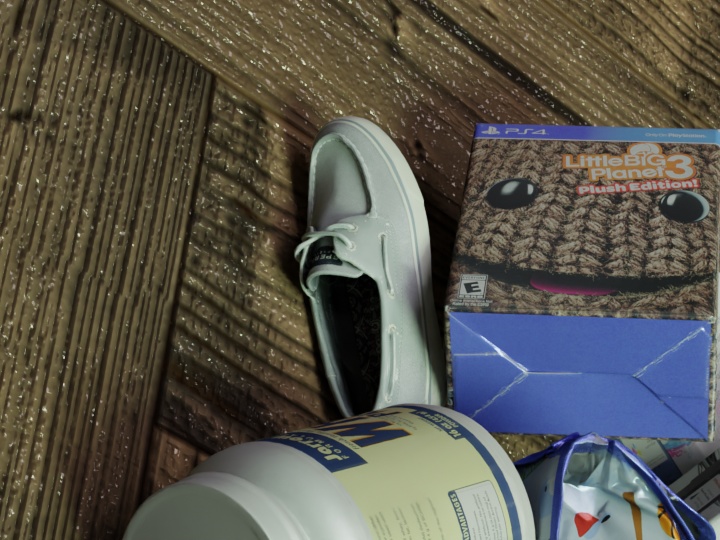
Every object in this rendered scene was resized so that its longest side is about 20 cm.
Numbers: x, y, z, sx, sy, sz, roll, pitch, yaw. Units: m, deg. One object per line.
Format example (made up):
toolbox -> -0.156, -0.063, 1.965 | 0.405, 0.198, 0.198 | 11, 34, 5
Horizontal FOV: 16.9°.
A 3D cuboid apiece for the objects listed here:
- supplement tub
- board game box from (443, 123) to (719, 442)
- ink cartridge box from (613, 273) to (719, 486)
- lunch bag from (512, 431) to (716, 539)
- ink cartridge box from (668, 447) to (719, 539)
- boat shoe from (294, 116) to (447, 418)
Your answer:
supplement tub -> -0.017, 0.155, 1.292 | 0.200, 0.145, 0.145 | -10, 77, -50
board game box -> 0.140, 0.004, 1.493 | 0.200, 0.159, 0.097 | -78, 167, -53
ink cartridge box -> 0.216, 0.089, 1.634 | 0.200, 0.087, 0.145 | 57, 39, -10
lunch bag -> 0.129, 0.200, 1.390 | 0.124, 0.170, 0.200 | -15, 79, -25
ink cartridge box -> 0.257, 0.189, 1.525 | 0.145, 0.200, 0.083 | 49, 9, -17
boat shoe -> -0.001, 0.001, 1.454 | 0.072, 0.070, 0.201 | 4, 70, -53
